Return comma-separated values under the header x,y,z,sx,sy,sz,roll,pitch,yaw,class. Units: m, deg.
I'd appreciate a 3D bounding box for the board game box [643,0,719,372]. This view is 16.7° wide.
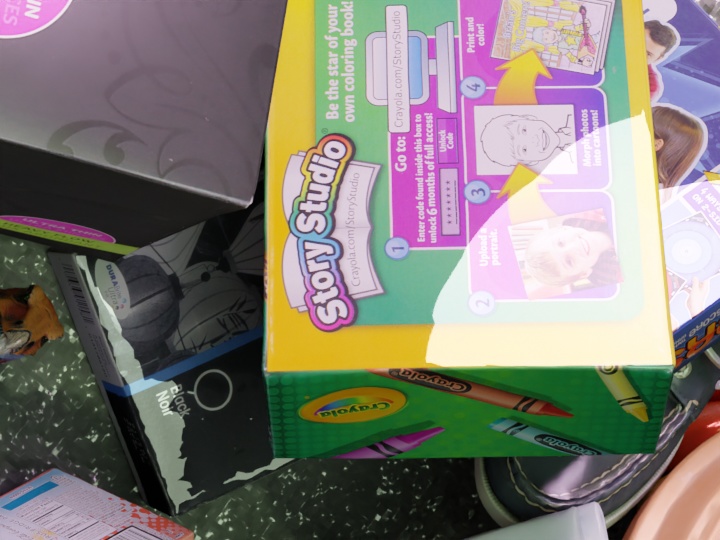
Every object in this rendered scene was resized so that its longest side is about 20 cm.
x,y,z,sx,sy,sz,roll,pitch,yaw,class
0.055,-0.054,0.814,0.135,0.035,0.200,-33,67,-17,board game box

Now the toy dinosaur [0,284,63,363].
x,y,z,sx,sy,sz,roll,pitch,yaw,class
-0.190,0.025,0.756,0.181,0.105,0.200,-39,97,-35,toy dinosaur

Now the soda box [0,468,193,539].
x,y,z,sx,sy,sz,roll,pitch,yaw,class
-0.134,0.131,0.736,0.200,0.063,0.069,-26,130,-51,soda box

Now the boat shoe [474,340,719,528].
x,y,z,sx,sy,sz,roll,pitch,yaw,class
0.108,0.008,0.839,0.075,0.062,0.200,40,63,4,boat shoe

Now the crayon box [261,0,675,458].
x,y,z,sx,sy,sz,roll,pitch,yaw,class
0.029,-0.044,0.756,0.118,0.058,0.201,-1,62,0,crayon box

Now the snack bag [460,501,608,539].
x,y,z,sx,sy,sz,roll,pitch,yaw,class
0.015,0.194,0.786,0.188,0.021,0.201,-20,71,20,snack bag

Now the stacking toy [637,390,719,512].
x,y,z,sx,sy,sz,roll,pitch,yaw,class
0.129,0.100,0.874,0.085,0.085,0.201,1,66,-22,stacking toy

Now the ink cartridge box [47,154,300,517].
x,y,z,sx,sy,sz,roll,pitch,yaw,class
0.000,0.000,0.856,0.199,0.039,0.100,-25,102,-20,ink cartridge box

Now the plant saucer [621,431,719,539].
x,y,z,sx,sy,sz,roll,pitch,yaw,class
0.177,0.133,0.807,0.199,0.032,0.201,5,62,-9,plant saucer

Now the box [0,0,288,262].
x,y,z,sx,sy,sz,roll,pitch,yaw,class
-0.103,-0.121,0.743,0.148,0.124,0.201,14,76,-22,box
